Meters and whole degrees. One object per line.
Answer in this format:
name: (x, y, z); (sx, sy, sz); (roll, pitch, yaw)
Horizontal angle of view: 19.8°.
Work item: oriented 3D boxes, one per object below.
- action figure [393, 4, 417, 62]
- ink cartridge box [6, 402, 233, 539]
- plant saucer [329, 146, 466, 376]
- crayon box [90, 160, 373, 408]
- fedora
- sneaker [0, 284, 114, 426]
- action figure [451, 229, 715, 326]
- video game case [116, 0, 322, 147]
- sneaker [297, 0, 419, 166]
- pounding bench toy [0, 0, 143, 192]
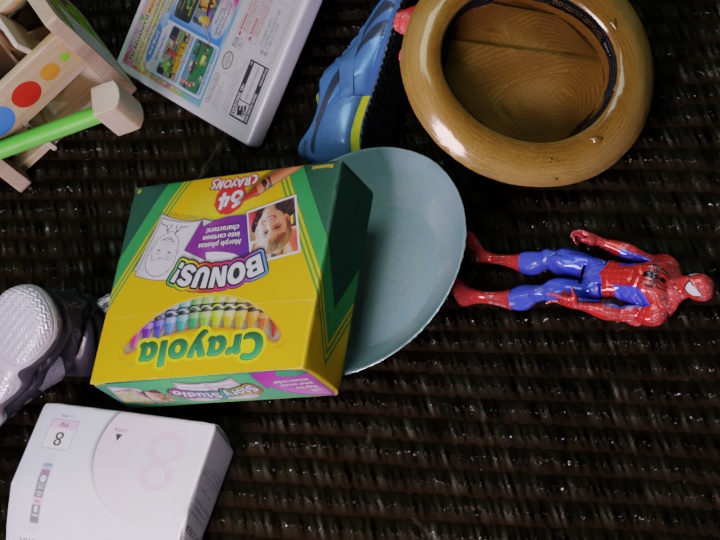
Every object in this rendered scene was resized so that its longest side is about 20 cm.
action figure: (0.085, -0.206, 1.702); (0.065, 0.100, 0.200); (7, 40, 30)
ink cartridge box: (-0.200, 0.204, 1.565); (0.161, 0.057, 0.201); (5, 57, 26)
plant saucer: (0.000, 0.000, 1.604); (0.200, 0.039, 0.202); (-16, 54, 23)
crayon box: (-0.099, 0.013, 1.594); (0.199, 0.058, 0.174); (-6, 60, 31)
fedora: (0.125, -0.152, 1.605); (0.199, 0.082, 0.203); (1, 81, -8)
sneaker: (-0.268, 0.083, 1.658); (0.200, 0.113, 0.076); (-47, 64, 34)
action figure: (0.166, 0.006, 1.532); (0.198, 0.052, 0.066); (5, 58, 24)
video game case: (-0.112, -0.232, 1.770); (0.181, 0.024, 0.201); (31, 103, 36)
sneaker: (0.003, -0.172, 1.708); (0.078, 0.066, 0.201); (6, 62, 31)
pounding bench toy: (-0.291, -0.148, 1.774); (0.156, 0.124, 0.200); (-42, 52, 4)
